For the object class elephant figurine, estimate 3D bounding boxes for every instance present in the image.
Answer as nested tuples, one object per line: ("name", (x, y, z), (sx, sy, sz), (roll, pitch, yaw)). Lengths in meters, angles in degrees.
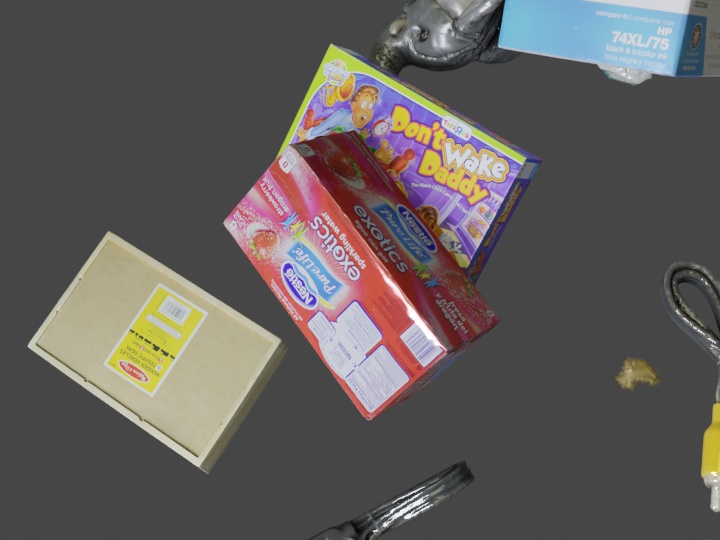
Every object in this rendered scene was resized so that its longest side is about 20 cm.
("elephant figurine", (0.090, -0.236, 0.997), (0.140, 0.155, 0.202), (8, 79, -31))

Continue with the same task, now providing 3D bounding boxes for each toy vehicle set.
("toy vehicle set", (-0.175, 0.066, 0.980), (0.199, 0.027, 0.125), (31, 79, 20))

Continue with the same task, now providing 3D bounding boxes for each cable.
("cable", (0.288, 0.079, 0.857), (0.096, 0.050, 0.202), (-8, 69, 3))
("cable", (0.001, 0.213, 0.874), (0.199, 0.097, 0.051), (-23, 76, -19))

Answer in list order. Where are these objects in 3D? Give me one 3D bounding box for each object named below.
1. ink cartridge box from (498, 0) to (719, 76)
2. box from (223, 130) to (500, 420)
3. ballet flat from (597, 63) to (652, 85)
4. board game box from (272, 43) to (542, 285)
("ink cartridge box", (0.213, -0.260, 0.875), (0.145, 0.146, 0.202), (16, 107, 30))
("box", (0.000, 0.000, 0.892), (0.100, 0.095, 0.201), (-45, 77, 32))
("ballet flat", (0.233, -0.263, 0.996), (0.071, 0.072, 0.202), (3, 71, 13))
("board game box", (0.031, -0.082, 0.953), (0.199, 0.045, 0.135), (33, 106, 21))
